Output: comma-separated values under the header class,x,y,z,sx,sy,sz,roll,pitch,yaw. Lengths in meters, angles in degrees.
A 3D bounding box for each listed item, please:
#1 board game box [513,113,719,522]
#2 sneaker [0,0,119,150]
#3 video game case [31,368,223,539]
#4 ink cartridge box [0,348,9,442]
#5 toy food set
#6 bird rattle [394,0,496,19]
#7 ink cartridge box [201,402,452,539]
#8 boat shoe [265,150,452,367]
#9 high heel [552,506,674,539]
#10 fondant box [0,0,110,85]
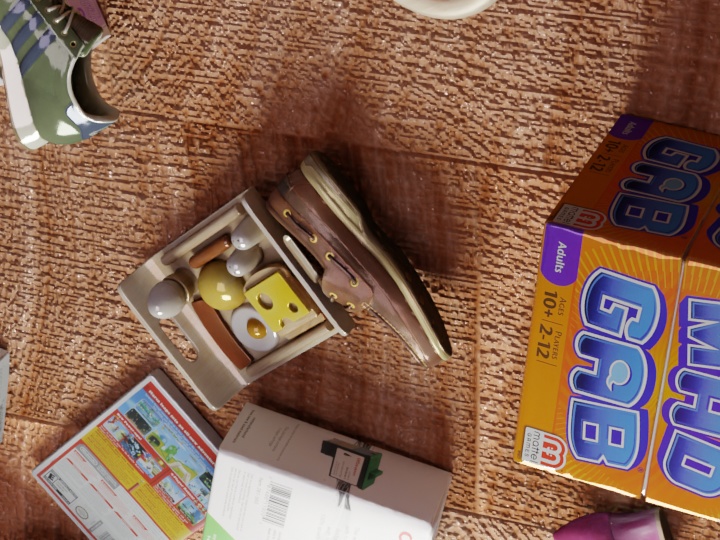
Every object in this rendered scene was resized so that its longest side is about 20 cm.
class,x,y,z,sx,sy,sz,roll,pitch,yaw
board game box,0.244,0.034,1.400,0.198,0.200,0.201,15,121,18
sneaker,-0.246,-0.195,1.530,0.089,0.067,0.202,-4,114,17
video game case,-0.205,0.194,1.807,0.143,0.017,0.200,49,125,-5
ink cartridge box,-0.435,0.098,1.844,0.199,0.050,0.110,20,122,14
toy food set,-0.108,0.029,1.633,0.144,0.060,0.200,52,136,-7
bird rattle,0.069,-0.260,1.415,0.199,0.113,0.164,20,135,-1
ink cartridge box,-0.032,0.223,1.691,0.199,0.084,0.147,18,123,8
boat shoe,0.000,0.000,1.566,0.067,0.072,0.201,-37,92,10
high heel,0.231,0.297,1.621,0.095,0.067,0.201,-13,105,19
fondant box,-0.326,-0.228,1.617,0.199,0.058,0.145,-12,110,30
